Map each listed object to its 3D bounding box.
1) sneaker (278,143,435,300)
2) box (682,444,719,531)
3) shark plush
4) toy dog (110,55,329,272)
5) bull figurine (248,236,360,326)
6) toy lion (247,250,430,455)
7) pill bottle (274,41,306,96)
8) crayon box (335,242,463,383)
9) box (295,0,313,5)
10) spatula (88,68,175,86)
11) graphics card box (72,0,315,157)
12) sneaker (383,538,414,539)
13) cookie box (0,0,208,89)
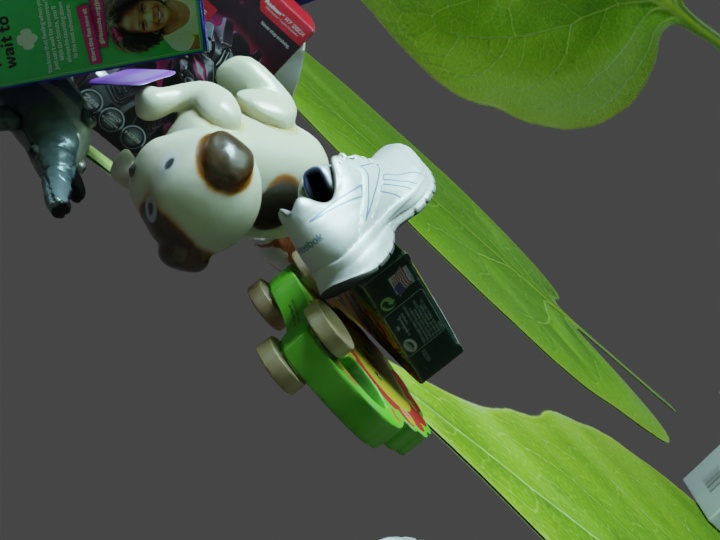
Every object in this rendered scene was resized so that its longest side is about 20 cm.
[{"bbox_3d":[-0.001,-0.060,1.151,0.087,0.074,0.200,53,30,-13],"label":"sneaker"},{"bbox_3d":[0.663,0.410,2.465,0.200,0.106,0.152,42,10,-16],"label":"box"},{"bbox_3d":[-0.239,-0.095,1.046,0.083,0.091,0.201,9,46,-32],"label":"shark plush"},{"bbox_3d":[-0.112,-0.067,1.175,0.194,0.140,0.200,41,21,6],"label":"toy dog"},{"bbox_3d":[-0.048,-0.029,1.411,0.200,0.065,0.122,47,39,-36],"label":"bull figurine"},{"bbox_3d":[-0.007,0.083,1.204,0.192,0.069,0.200,49,8,-20],"label":"toy lion"},{"bbox_3d":[-0.158,-0.211,1.357,0.198,0.120,0.120,13,20,-17],"label":"pill bottle"},{"bbox_3d":[0.000,0.000,1.286,0.200,0.051,0.127,44,-11,53],"label":"crayon box"},{"bbox_3d":[-0.094,-0.330,1.320,0.199,0.106,0.183,21,-21,-39],"label":"box"},{"bbox_3d":[-0.237,-0.180,1.213,0.199,0.021,0.056,24,31,28],"label":"spatula"},{"bbox_3d":[-0.150,-0.185,1.276,0.125,0.200,0.051,40,13,-26],"label":"graphics card box"},{"bbox_3d":[0.032,0.207,0.698,0.200,0.086,0.075,-124,-152,-47],"label":"sneaker"},{"bbox_3d":[-0.226,-0.202,1.049,0.171,0.198,0.076,-122,-157,-53],"label":"cookie box"}]
